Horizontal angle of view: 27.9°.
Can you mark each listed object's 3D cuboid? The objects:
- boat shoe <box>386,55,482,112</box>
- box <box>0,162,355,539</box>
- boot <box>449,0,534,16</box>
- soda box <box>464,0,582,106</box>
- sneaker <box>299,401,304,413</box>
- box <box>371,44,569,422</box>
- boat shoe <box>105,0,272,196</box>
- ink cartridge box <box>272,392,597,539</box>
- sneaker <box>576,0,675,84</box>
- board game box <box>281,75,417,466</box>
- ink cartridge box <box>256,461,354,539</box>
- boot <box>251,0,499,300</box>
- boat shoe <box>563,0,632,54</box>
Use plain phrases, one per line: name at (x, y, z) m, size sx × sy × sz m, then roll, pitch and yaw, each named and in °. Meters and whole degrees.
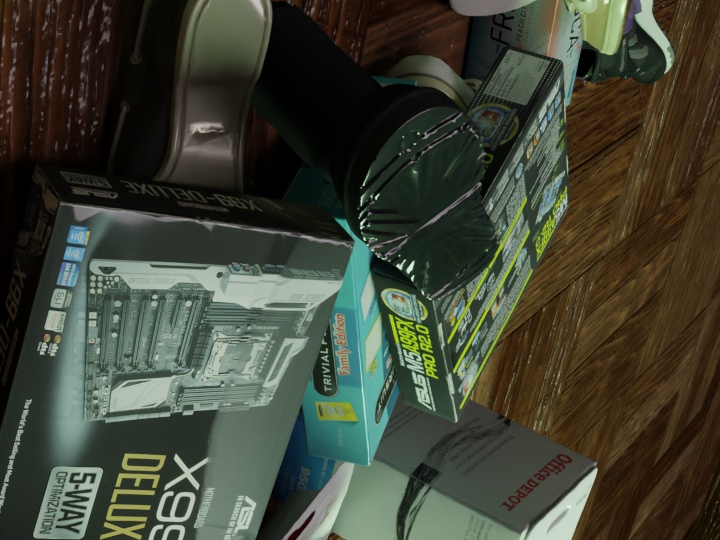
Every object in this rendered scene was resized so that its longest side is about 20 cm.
boat shoe at (0.062, -0.102, 1.025) m, size 0.200 × 0.074 × 0.069 m, roll 59°, pitch 41°, yaw -62°
box at (-0.107, 0.056, 0.728) m, size 0.157 × 0.050 × 0.201 m, roll 8°, pitch 112°, yaw -31°
boot at (0.092, -0.239, 0.941) m, size 0.200 × 0.072 × 0.091 m, roll 111°, pitch -27°, yaw -78°
soda box at (0.128, -0.206, 1.051) m, size 0.064 × 0.068 × 0.201 m, roll -37°, pitch 145°, yaw -44°
sneaker at (-0.101, 0.085, 0.865) m, size 0.200 × 0.076 × 0.091 m, roll -52°, pitch 149°, yaw -49°
box at (0.080, -0.023, 0.965) m, size 0.200 × 0.044 × 0.161 m, roll -59°, pitch 156°, yaw -26°
boat shoe at (-0.094, -0.066, 0.735) m, size 0.067 × 0.057 × 0.201 m, roll 1°, pitch 120°, yaw -35°
ink cartridge box at (0.058, 0.159, 1.097) m, size 0.144 × 0.199 × 0.085 m, roll -25°, pitch 134°, yaw -56°
sneaker at (0.211, -0.199, 1.261) m, size 0.088 × 0.076 × 0.200 m, roll -49°, pitch 153°, yaw 1°
board game box at (0.000, 0.000, 0.933) m, size 0.151 × 0.047 × 0.201 m, roll -64°, pitch 157°, yaw -48°
ink cartridge box at (-0.078, 0.212, 1.001) m, size 0.162 × 0.050 × 0.200 m, roll -48°, pitch 163°, yaw -34°
boot at (-0.007, -0.078, 0.732) m, size 0.073 × 0.163 × 0.198 m, roll -39°, pitch 157°, yaw -2°
boat shoe at (0.153, -0.224, 0.952) m, size 0.201 × 0.063 × 0.073 m, roll 76°, pitch 29°, yaw -59°
